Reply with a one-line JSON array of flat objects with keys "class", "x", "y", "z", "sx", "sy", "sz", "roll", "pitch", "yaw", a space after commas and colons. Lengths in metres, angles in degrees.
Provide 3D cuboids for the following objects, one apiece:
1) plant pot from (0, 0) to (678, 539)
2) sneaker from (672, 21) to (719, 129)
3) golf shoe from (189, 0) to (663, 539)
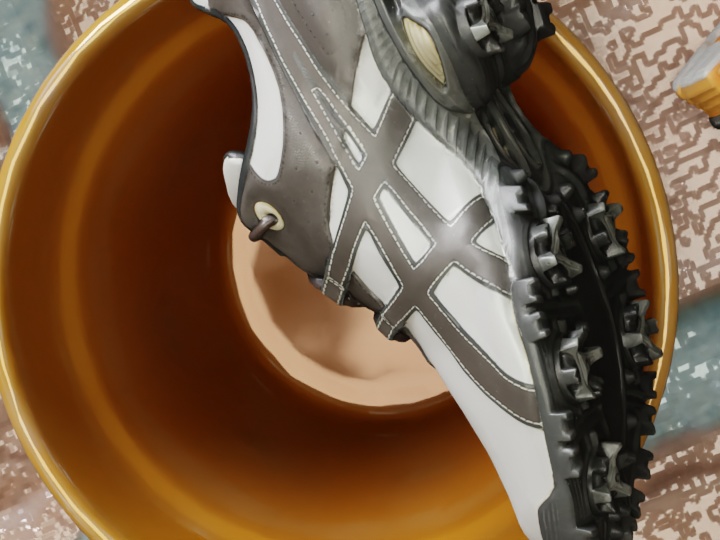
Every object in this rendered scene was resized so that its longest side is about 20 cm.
[{"class": "plant pot", "x": 0.000, "y": 0.000, "z": 0.811, "sx": 0.198, "sy": 0.183, "sz": 0.202, "roll": 0, "pitch": 93, "yaw": 6}, {"class": "sneaker", "x": 0.182, "y": -0.069, "z": 0.798, "sx": 0.078, "sy": 0.200, "sz": 0.077, "roll": -45, "pitch": 102, "yaw": -23}, {"class": "golf shoe", "x": 0.017, "y": -0.011, "z": 0.688, "sx": 0.094, "sy": 0.078, "sz": 0.201, "roll": -18, "pitch": 90, "yaw": 25}]
